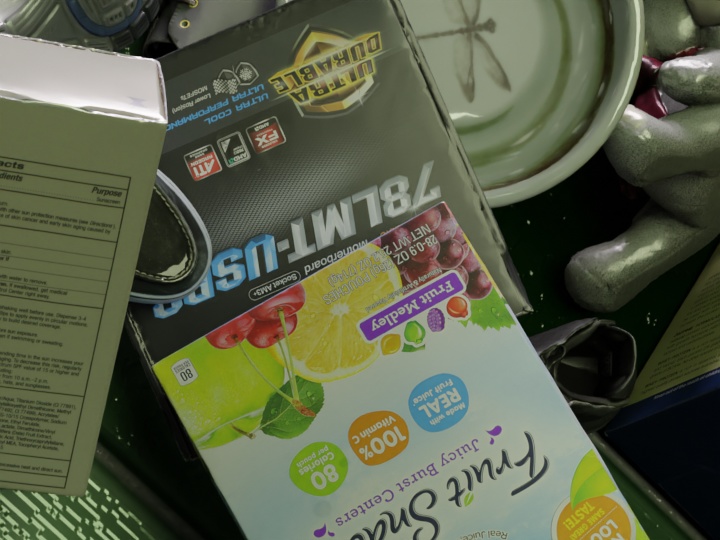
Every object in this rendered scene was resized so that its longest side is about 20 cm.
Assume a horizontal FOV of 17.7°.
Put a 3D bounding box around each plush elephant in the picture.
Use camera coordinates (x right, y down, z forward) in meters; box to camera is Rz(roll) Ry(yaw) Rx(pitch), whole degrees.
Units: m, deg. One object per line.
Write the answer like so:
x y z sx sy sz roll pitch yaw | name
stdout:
0.180 -0.105 1.364 0.200 0.165 0.155 -26 59 -15 | plush elephant

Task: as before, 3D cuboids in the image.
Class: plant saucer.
0.052 -0.131 1.263 0.200 0.050 0.200 0 88 -3 | plant saucer

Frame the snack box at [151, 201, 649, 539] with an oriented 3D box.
0.020 0.095 1.128 0.169 0.068 0.200 -30 76 -5 | snack box

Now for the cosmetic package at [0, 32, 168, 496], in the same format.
-0.157 -0.002 1.056 0.105 0.200 0.071 10 27 -13 | cosmetic package

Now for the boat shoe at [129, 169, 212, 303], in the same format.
-0.144 -0.046 1.112 0.200 0.071 0.072 37 76 -28 | boat shoe

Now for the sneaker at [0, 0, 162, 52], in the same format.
-0.181 -0.131 1.191 0.200 0.087 0.075 -41 131 -32 | sneaker

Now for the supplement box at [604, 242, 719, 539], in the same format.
0.285 0.045 1.342 0.134 0.200 0.200 44 56 -12 | supplement box

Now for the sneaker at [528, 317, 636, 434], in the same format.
0.118 0.060 1.272 0.200 0.104 0.060 -7 81 -48 | sneaker

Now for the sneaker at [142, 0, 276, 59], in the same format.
-0.085 -0.173 1.274 0.106 0.075 0.200 -22 86 -34 | sneaker

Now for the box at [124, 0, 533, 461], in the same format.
-0.040 -0.029 1.208 0.200 0.050 0.199 -23 88 -3 | box
